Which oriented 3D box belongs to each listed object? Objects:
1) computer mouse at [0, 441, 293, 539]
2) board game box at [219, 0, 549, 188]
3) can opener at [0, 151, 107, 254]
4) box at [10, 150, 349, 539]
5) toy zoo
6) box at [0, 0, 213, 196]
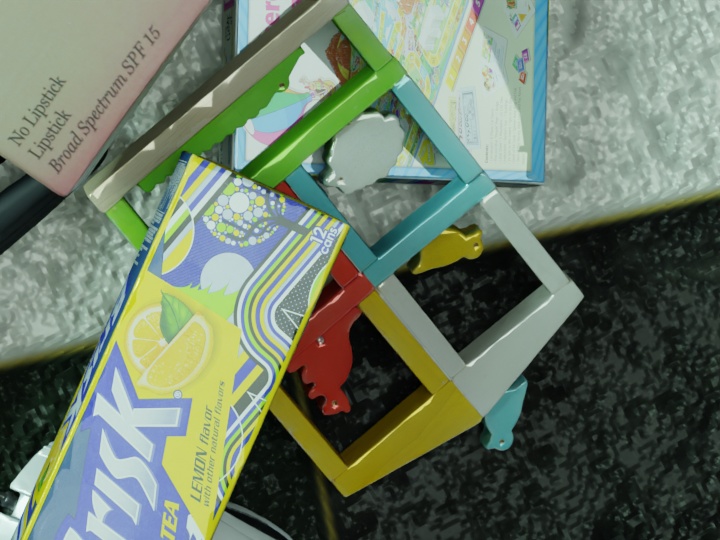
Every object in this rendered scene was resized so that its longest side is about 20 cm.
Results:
[{"bbox_3d":[-0.106,0.105,1.160,0.199,0.044,0.110,22,83,-11],"label":"computer mouse"},{"bbox_3d":[0.011,-0.137,1.195,0.133,0.034,0.202,2,89,-12],"label":"board game box"},{"bbox_3d":[-0.176,-0.009,1.126,0.200,0.078,0.064,-34,105,-33],"label":"can opener"},{"bbox_3d":[-0.077,0.059,1.109,0.070,0.064,0.201,24,91,-6],"label":"box"},{"bbox_3d":[0.000,0.000,1.172,0.131,0.020,0.200,-39,108,0],"label":"toy zoo"},{"bbox_3d":[-0.149,-0.147,1.096,0.199,0.109,0.128,34,122,-10],"label":"box"}]
